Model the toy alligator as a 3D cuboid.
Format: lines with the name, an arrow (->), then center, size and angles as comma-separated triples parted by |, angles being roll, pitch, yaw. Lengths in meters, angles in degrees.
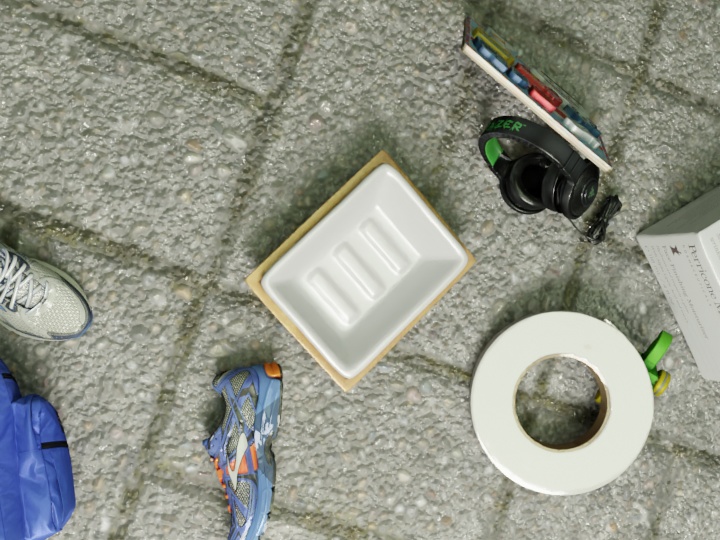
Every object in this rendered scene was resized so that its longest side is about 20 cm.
toy alligator -> 0.296, 0.157, 1.026 | 0.059, 0.054, 0.201 | 30, 92, 5

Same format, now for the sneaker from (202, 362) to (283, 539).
sneaker -> -0.124, 0.193, 0.916 | 0.078, 0.075, 0.202 | 5, 80, -5

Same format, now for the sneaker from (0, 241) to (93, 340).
sneaker -> -0.348, 0.007, 0.847 | 0.199, 0.085, 0.077 | 33, 82, -12

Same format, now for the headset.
headset -> 0.216, -0.103, 0.977 | 0.200, 0.123, 0.094 | 44, 74, -29

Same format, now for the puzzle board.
puzzle board -> 0.189, -0.196, 0.958 | 0.199, 0.151, 0.017 | 38, 116, -11

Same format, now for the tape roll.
tape roll -> 0.219, 0.143, 0.985 | 0.201, 0.037, 0.205 | 0, 88, 3

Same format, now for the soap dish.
soap dish -> 0.000, 0.000, 0.936 | 0.200, 0.081, 0.158 | -44, 100, -11

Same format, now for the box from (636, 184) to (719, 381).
box -> 0.464, -0.002, 1.027 | 0.199, 0.131, 0.200 | -29, 96, -13

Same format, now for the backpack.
backpack -> -0.355, 0.166, 0.811 | 0.167, 0.162, 0.202 | -13, 80, -23
